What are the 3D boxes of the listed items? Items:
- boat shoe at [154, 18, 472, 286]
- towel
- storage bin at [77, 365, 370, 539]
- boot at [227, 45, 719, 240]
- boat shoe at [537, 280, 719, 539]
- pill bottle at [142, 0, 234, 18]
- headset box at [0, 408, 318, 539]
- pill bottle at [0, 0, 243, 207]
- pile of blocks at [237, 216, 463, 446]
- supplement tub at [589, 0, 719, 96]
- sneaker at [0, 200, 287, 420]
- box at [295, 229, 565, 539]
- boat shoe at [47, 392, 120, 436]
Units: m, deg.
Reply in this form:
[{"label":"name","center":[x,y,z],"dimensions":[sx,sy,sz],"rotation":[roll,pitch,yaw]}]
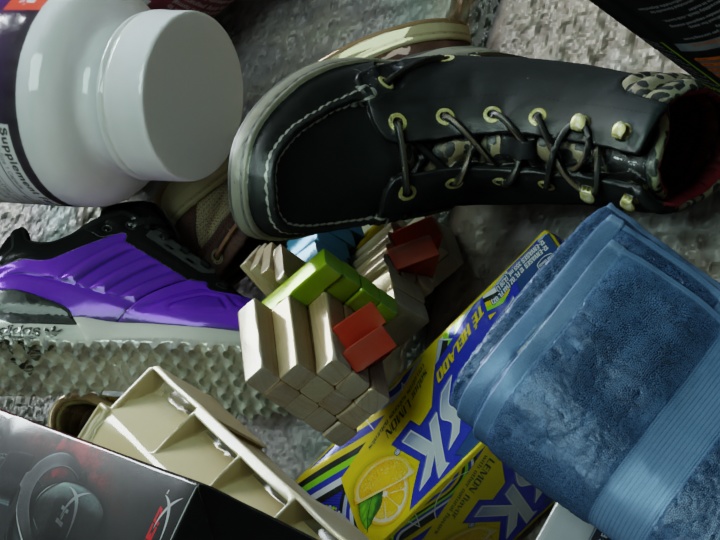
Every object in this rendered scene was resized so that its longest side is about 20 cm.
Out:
[{"label":"boat shoe","center":[-0.016,-0.053,1.213],"dimensions":[0.199,0.072,0.072],"rotation":[-32,73,27]},{"label":"towel","center":[0.139,0.069,0.945],"dimensions":[0.200,0.049,0.112],"rotation":[37,74,18]},{"label":"storage bin","center":[-0.076,0.172,1.024],"dimensions":[0.199,0.094,0.200],"rotation":[-57,36,2]},{"label":"boot","center":[0.056,-0.055,1.064],"dimensions":[0.153,0.203,0.074],"rotation":[10,111,40]},{"label":"boat shoe","center":[0.120,0.096,1.006],"dimensions":[0.072,0.066,0.201],"rotation":[24,70,13]},{"label":"pill bottle","center":[-0.132,-0.168,1.332],"dimensions":[0.200,0.114,0.115],"rotation":[-37,50,24]},{"label":"headset box","center":[-0.123,0.142,0.958],"dimensions":[0.199,0.077,0.150],"rotation":[14,77,50]},{"label":"pill bottle","center":[-0.162,-0.089,1.226],"dimensions":[0.199,0.111,0.112],"rotation":[4,73,33]},{"label":"pile of blocks","center":[0.000,0.000,1.107],"dimensions":[0.062,0.082,0.200],"rotation":[-40,9,23]},{"label":"supplement tub","center":[0.156,-0.140,0.993],"dimensions":[0.122,0.200,0.123],"rotation":[-19,59,34]},{"label":"sneaker","center":[-0.098,0.011,1.209],"dimensions":[0.199,0.070,0.100],"rotation":[5,59,11]},{"label":"box","center":[0.047,0.080,1.084],"dimensions":[0.200,0.070,0.064],"rotation":[-46,46,17]},{"label":"boat shoe","center":[-0.096,0.126,1.196],"dimensions":[0.074,0.066,0.200],"rotation":[-57,44,7]}]
